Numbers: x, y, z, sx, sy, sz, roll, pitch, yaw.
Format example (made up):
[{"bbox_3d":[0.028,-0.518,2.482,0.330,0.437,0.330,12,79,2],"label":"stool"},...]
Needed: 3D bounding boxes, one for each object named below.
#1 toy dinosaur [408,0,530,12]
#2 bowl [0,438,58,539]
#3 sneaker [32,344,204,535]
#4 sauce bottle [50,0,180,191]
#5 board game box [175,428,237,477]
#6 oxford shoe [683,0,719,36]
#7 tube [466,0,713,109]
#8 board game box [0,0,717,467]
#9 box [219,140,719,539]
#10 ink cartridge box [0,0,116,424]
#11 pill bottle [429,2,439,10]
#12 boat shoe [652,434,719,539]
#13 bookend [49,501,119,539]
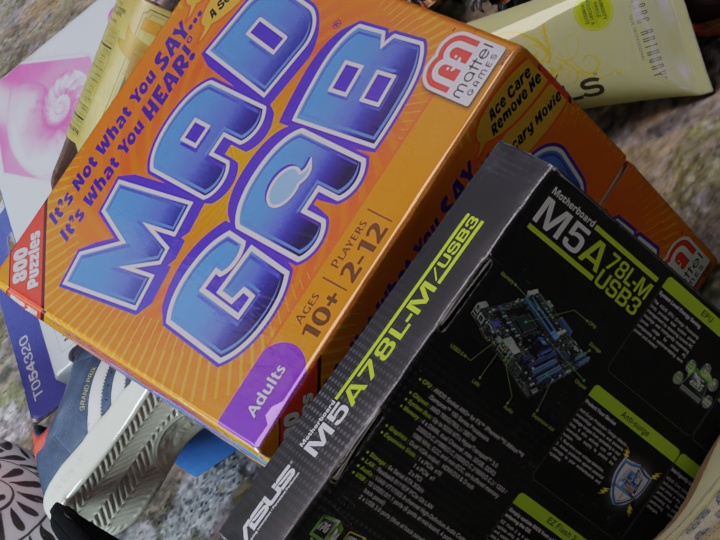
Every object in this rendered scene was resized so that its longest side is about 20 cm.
[{"bbox_3d":[0.078,-0.196,1.232,0.200,0.136,0.102,-44,32,14],"label":"toy dinosaur"},{"bbox_3d":[-0.259,0.152,1.290,0.200,0.094,0.201,-34,10,7],"label":"bowl"},{"bbox_3d":[-0.110,0.050,1.205,0.200,0.075,0.085,-44,48,16],"label":"sneaker"},{"bbox_3d":[-0.131,-0.068,1.241,0.066,0.066,0.201,38,110,58],"label":"sauce bottle"},{"bbox_3d":[-0.035,0.006,1.264,0.200,0.045,0.152,-34,37,27],"label":"board game box"},{"bbox_3d":[0.188,-0.164,1.117,0.200,0.072,0.071,7,64,54],"label":"oxford shoe"},{"bbox_3d":[0.081,-0.108,1.169,0.199,0.058,0.052,-11,56,31],"label":"tube"},{"bbox_3d":[0.000,0.000,1.038,0.200,0.200,0.200,28,82,42],"label":"board game box"},{"bbox_3d":[0.073,0.081,0.906,0.193,0.200,0.047,-56,33,-4],"label":"box"},{"bbox_3d":[-0.165,-0.041,1.328,0.200,0.043,0.197,-35,61,27],"label":"ink cartridge box"},{"bbox_3d":[-0.048,-0.139,1.360,0.200,0.112,0.112,-47,32,9],"label":"pill bottle"},{"bbox_3d":[0.146,0.131,0.882,0.063,0.073,0.200,9,66,58],"label":"boat shoe"},{"bbox_3d":[-0.144,0.250,1.120,0.199,0.092,0.200,-54,31,-1],"label":"bookend"}]
